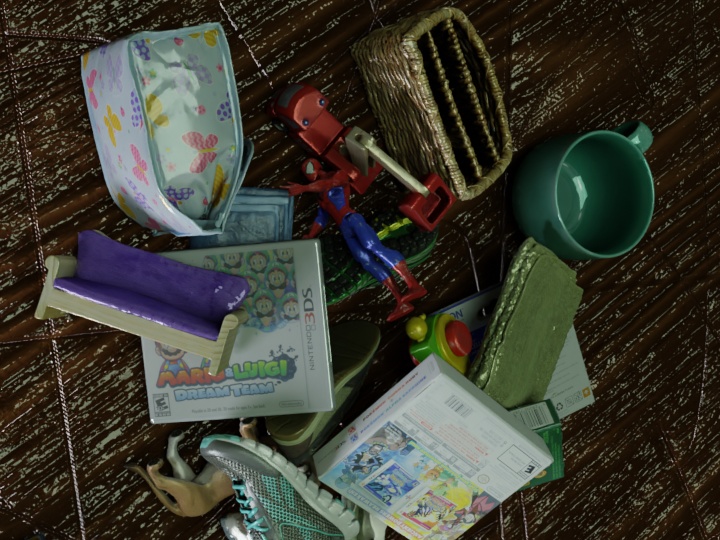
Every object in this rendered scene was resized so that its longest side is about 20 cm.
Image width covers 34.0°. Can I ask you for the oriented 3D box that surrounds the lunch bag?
[{"bbox_3d":[-0.190,-0.135,1.178,0.127,0.170,0.200,-12,98,-27],"label":"lunch bag"}]

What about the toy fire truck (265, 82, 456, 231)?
[{"bbox_3d":[-0.002,-0.127,1.282,0.200,0.141,0.049,43,77,-22],"label":"toy fire truck"}]

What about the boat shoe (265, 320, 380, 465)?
[{"bbox_3d":[-0.039,0.134,1.319,0.201,0.072,0.066,-52,146,-43],"label":"boat shoe"}]

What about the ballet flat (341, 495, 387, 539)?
[{"bbox_3d":[0.004,0.320,1.379,0.069,0.069,0.200,4,95,-26],"label":"ballet flat"}]

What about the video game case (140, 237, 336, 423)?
[{"bbox_3d":[-0.133,0.065,1.242,0.200,0.024,0.182,-5,95,7],"label":"video game case"}]

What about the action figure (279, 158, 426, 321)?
[{"bbox_3d":[-0.025,-0.034,1.255,0.099,0.065,0.200,-20,68,-33],"label":"action figure"}]

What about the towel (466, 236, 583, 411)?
[{"bbox_3d":[0.195,0.072,1.380,0.148,0.036,0.200,33,74,-49],"label":"towel"}]

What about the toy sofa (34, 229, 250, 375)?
[{"bbox_3d":[-0.215,0.029,1.187,0.200,0.083,0.098,18,93,2],"label":"toy sofa"}]

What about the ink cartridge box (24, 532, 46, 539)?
[{"bbox_3d":[-0.392,0.372,1.190,0.200,0.076,0.137,-19,103,-24],"label":"ink cartridge box"}]

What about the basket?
[{"bbox_3d":[0.104,-0.192,1.323,0.143,0.149,0.200,-27,105,-20],"label":"basket"}]

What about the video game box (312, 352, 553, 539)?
[{"bbox_3d":[0.081,0.205,1.286,0.182,0.047,0.200,-43,122,13],"label":"video game box"}]

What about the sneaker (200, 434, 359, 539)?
[{"bbox_3d":[-0.093,0.248,1.230,0.200,0.078,0.091,39,63,-14],"label":"sneaker"}]

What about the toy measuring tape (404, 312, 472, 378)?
[{"bbox_3d":[0.114,0.104,1.374,0.200,0.074,0.074,42,77,-37],"label":"toy measuring tape"}]

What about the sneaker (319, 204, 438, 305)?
[{"bbox_3d":[0.000,0.000,1.334,0.200,0.085,0.078,-23,62,-6],"label":"sneaker"}]

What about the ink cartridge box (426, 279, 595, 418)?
[{"bbox_3d":[0.178,0.110,1.451,0.197,0.047,0.200,-23,103,-19],"label":"ink cartridge box"}]

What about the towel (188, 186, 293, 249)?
[{"bbox_3d":[-0.132,0.009,1.277,0.112,0.049,0.200,2,96,-8],"label":"towel"}]

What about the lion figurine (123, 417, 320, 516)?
[{"bbox_3d":[-0.149,0.226,1.302,0.200,0.072,0.123,-18,113,-8],"label":"lion figurine"}]

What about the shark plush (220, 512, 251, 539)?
[{"bbox_3d":[-0.086,0.345,1.346,0.083,0.091,0.200,-11,131,18],"label":"shark plush"}]

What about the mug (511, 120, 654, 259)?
[{"bbox_3d":[0.272,-0.092,1.429,0.185,0.114,0.152,-14,96,-29],"label":"mug"}]

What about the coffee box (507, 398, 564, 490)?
[{"bbox_3d":[0.137,0.223,1.379,0.200,0.044,0.123,-17,139,-2],"label":"coffee box"}]
